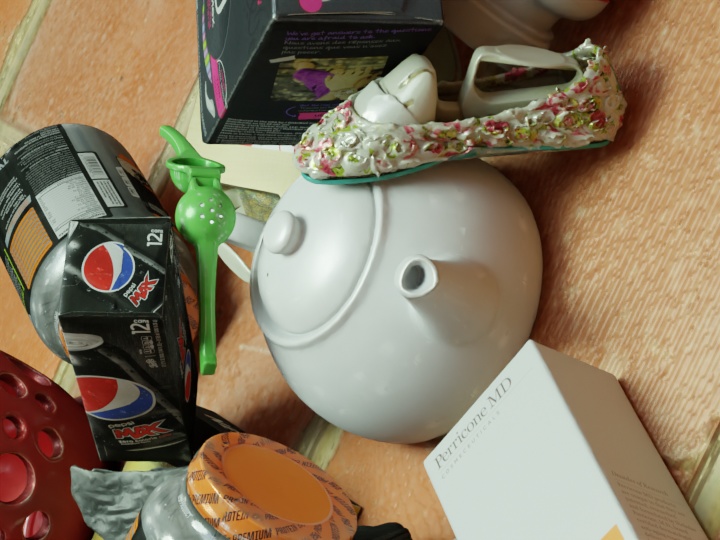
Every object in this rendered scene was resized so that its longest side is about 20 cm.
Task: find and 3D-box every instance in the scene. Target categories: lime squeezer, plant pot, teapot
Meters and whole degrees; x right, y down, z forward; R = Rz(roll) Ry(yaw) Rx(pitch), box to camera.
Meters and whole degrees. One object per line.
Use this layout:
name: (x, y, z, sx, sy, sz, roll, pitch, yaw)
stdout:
lime squeezer: (-0.096, -0.038, 1.295, 0.071, 0.037, 0.201, 86, 172, -50)
plant pot: (-0.265, 0.159, 1.503, 0.200, 0.182, 0.202, -30, 48, 40)
teapot: (0.000, 0.000, 1.280, 0.200, 0.145, 0.198, -40, 42, 33)

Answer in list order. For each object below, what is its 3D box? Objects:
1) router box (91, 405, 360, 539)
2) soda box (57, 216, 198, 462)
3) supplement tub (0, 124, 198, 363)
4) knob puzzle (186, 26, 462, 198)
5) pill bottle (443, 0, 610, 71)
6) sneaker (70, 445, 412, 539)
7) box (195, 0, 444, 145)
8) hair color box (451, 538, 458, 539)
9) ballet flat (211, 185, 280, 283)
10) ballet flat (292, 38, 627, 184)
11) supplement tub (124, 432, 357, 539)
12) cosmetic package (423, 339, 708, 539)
router box: (-0.100, 0.184, 1.385, 0.200, 0.052, 0.158, 24, 90, 55)
soda box: (-0.140, 0.047, 1.317, 0.200, 0.063, 0.071, 87, -176, -60)
supplement tub: (-0.192, -0.011, 1.546, 0.123, 0.122, 0.200, -55, 37, 15)
knob puzzle: (-0.015, -0.134, 1.417, 0.218, 0.030, 0.221, -9, 73, 30)
pill bottle: (0.125, -0.220, 1.273, 0.200, 0.110, 0.111, -54, 37, 17)
sneaker: (-0.071, 0.145, 1.269, 0.199, 0.060, 0.105, -16, 81, 19)
box: (-0.030, -0.164, 1.289, 0.200, 0.105, 0.123, 130, 137, -66)
hair color box: (0.007, 0.231, 1.212, 0.199, 0.060, 0.100, -29, 50, 42)
ballet flat: (-0.078, -0.043, 1.466, 0.071, 0.070, 0.200, -52, 40, 19)
ballet flat: (0.056, -0.098, 1.235, 0.076, 0.198, 0.064, -113, 17, -57)
supplement tub: (-0.088, 0.197, 1.180, 0.201, 0.122, 0.123, -61, 34, 22)
cosmetic package: (0.116, 0.143, 1.110, 0.102, 0.071, 0.200, -51, 37, 21)
